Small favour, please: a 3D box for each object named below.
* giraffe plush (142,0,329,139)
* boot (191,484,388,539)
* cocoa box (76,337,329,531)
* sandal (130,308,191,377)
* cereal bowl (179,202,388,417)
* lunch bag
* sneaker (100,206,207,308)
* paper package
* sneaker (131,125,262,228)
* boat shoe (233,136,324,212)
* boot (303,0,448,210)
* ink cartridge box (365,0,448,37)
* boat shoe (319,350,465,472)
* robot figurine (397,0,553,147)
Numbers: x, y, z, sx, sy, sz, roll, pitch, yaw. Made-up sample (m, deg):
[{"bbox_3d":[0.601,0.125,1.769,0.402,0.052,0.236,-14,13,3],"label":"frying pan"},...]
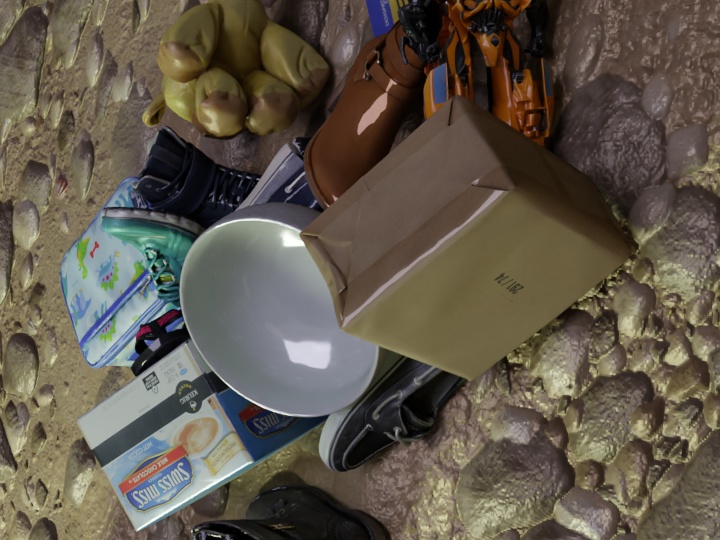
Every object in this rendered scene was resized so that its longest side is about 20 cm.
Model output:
[{"bbox_3d":[-0.150,-0.200,1.538,0.162,0.171,0.202,-46,58,52],"label":"giraffe plush"},{"bbox_3d":[-0.088,0.242,1.393,0.199,0.173,0.070,5,88,45],"label":"boot"},{"bbox_3d":[-0.156,0.147,1.482,0.199,0.133,0.132,-34,84,38],"label":"cocoa box"},{"bbox_3d":[-0.198,0.068,1.524,0.075,0.200,0.045,-31,89,2],"label":"sandal"},{"bbox_3d":[-0.057,0.025,1.338,0.198,0.083,0.202,13,122,21],"label":"cereal bowl"},{"bbox_3d":[-0.246,0.007,1.649,0.200,0.082,0.162,-40,60,37],"label":"lunch bag"},{"bbox_3d":[-0.181,-0.006,1.498,0.077,0.200,0.080,4,68,44],"label":"sneaker"},{"bbox_3d":[0.086,-0.018,1.208,0.190,0.199,0.104,-41,55,20],"label":"paper package"},{"bbox_3d":[-0.138,-0.083,1.498,0.201,0.146,0.077,-3,56,44],"label":"sneaker"},{"bbox_3d":[-0.080,-0.022,1.410,0.201,0.074,0.093,-58,40,20],"label":"boat shoe"},{"bbox_3d":[0.026,-0.146,1.337,0.155,0.076,0.201,-44,22,39],"label":"boot"},{"bbox_3d":[0.052,-0.333,1.390,0.199,0.047,0.200,-16,87,40],"label":"ink cartridge box"},{"bbox_3d":[0.034,0.123,1.359,0.200,0.070,0.064,-52,51,25],"label":"boat shoe"},{"bbox_3d":[0.106,-0.175,1.274,0.058,0.144,0.202,-175,79,-67],"label":"robot figurine"}]
